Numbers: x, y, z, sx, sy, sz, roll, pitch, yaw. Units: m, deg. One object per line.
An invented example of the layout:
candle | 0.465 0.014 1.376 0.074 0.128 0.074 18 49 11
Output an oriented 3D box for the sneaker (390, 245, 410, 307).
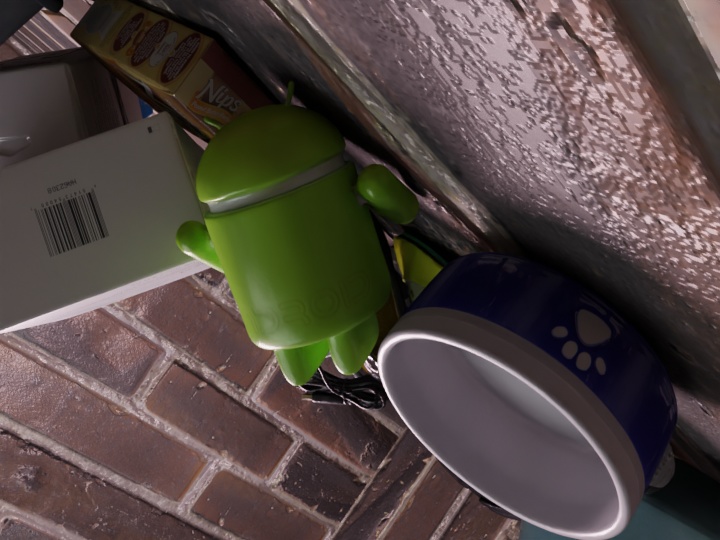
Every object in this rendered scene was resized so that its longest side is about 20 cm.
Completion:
sneaker | 0.029 0.023 0.899 0.073 0.080 0.200 35 176 0

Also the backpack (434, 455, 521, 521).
backpack | 0.197 0.235 1.082 0.161 0.170 0.200 34 171 -1

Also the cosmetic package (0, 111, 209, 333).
cosmetic package | -0.228 -0.037 0.719 0.200 0.195 0.126 -151 41 -86

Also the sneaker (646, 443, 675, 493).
sneaker | 0.196 0.115 0.712 0.199 0.075 0.087 42 -170 11

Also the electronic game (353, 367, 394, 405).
electronic game | 0.043 0.086 0.976 0.197 0.042 0.202 25 -145 -19

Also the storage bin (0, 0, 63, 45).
storage bin | -0.348 -0.255 0.622 0.200 0.134 0.146 43 -170 -41

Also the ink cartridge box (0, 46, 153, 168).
ink cartridge box | -0.303 -0.164 0.772 0.201 0.142 0.086 -87 -10 -69

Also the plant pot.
plant pot | 0.271 0.252 0.744 0.139 0.145 0.198 0 -169 -44

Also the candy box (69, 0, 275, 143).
candy box | -0.153 -0.161 0.675 0.199 0.056 0.115 34 175 42

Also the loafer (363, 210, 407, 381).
loafer | 0.000 0.000 0.691 0.203 0.072 0.072 62 178 4

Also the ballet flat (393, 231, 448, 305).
ballet flat | 0.084 0.034 0.683 0.199 0.068 0.067 34 175 38

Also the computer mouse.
computer mouse | -0.048 0.049 0.747 0.108 0.044 0.203 1 129 35

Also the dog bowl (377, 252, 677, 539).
dog bowl | 0.111 0.088 0.552 0.198 0.079 0.202 33 152 20

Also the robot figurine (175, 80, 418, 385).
robot figurine | -0.047 -0.025 0.573 0.116 0.172 0.204 -48 -59 -64
